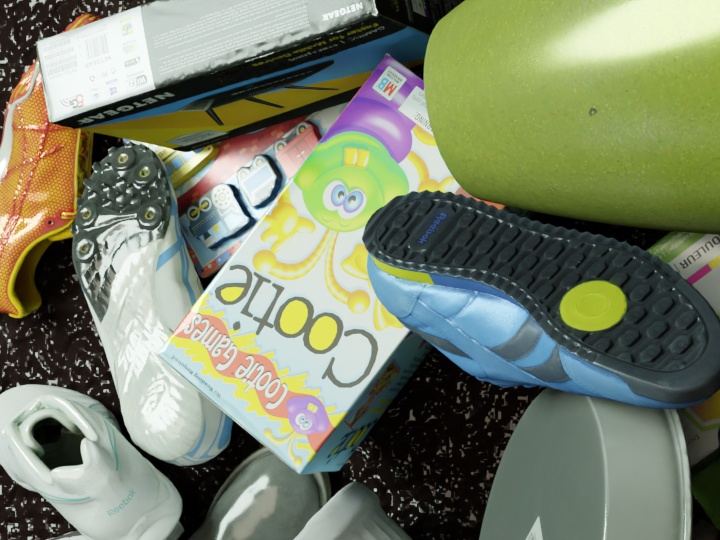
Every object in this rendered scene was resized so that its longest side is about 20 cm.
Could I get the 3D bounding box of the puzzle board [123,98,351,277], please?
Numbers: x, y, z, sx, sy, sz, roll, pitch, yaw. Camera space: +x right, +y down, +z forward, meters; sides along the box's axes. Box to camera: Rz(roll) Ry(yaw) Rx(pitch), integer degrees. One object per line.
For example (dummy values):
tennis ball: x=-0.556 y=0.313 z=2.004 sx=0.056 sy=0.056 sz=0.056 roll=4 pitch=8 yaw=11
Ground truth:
puzzle board: x=-0.059 y=-0.113 z=1.034 sx=0.200 sy=0.017 sz=0.151 roll=-36 pitch=75 yaw=19

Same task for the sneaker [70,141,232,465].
sneaker: x=-0.123 y=0.021 z=1.032 sx=0.072 sy=0.072 sz=0.200 roll=-17 pitch=76 yaw=13

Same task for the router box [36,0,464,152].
router box: x=-0.052 y=-0.120 z=0.940 sx=0.200 sy=0.149 sz=0.051 roll=-15 pitch=82 yaw=24

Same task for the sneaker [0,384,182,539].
sneaker: x=-0.177 y=0.099 z=1.016 sx=0.070 sy=0.080 sz=0.200 roll=-47 pitch=34 yaw=-14

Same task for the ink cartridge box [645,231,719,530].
ink cartridge box: x=0.212 y=0.071 z=0.875 sx=0.148 sy=0.076 sz=0.200 roll=-39 pitch=73 yaw=19

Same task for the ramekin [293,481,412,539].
ramekin: x=-0.025 y=0.220 z=0.921 sx=0.094 sy=0.202 sz=0.203 roll=35 pitch=103 yaw=8

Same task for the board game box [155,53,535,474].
board game box: x=0.000 y=0.000 z=0.930 sx=0.103 sy=0.105 sz=0.200 roll=38 pitch=92 yaw=12

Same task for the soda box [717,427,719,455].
soda box: x=0.275 y=0.109 z=0.813 sx=0.200 sy=0.068 sz=0.064 roll=-5 pitch=110 yaw=8

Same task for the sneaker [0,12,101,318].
sneaker: x=-0.192 y=-0.065 z=1.074 sx=0.077 sy=0.073 sz=0.200 roll=26 pitch=107 yaw=6

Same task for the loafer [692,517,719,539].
loafer: x=0.130 y=0.158 z=0.847 sx=0.063 sy=0.200 sz=0.072 roll=31 pitch=71 yaw=10

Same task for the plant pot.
plant pot: x=0.137 y=-0.092 z=0.782 sx=0.200 sy=0.187 sz=0.188 roll=-11 pitch=85 yaw=31

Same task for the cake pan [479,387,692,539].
cake pan: x=0.097 y=0.140 z=0.811 sx=0.037 sy=0.200 sz=0.201 roll=12 pitch=95 yaw=-12

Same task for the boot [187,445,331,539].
boot: x=-0.101 y=0.190 z=0.944 sx=0.073 sy=0.200 sz=0.182 roll=37 pitch=106 yaw=10

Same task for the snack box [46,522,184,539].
snack box: x=-0.202 y=0.192 z=1.047 sx=0.200 sy=0.072 sz=0.024 roll=-21 pitch=107 yaw=30

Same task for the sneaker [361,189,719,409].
sneaker: x=0.087 y=0.026 z=0.795 sx=0.200 sy=0.079 sz=0.066 roll=22 pitch=55 yaw=38
